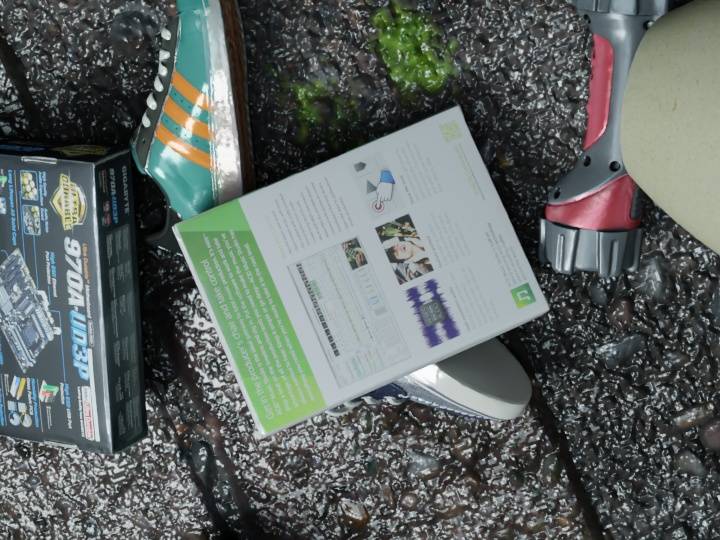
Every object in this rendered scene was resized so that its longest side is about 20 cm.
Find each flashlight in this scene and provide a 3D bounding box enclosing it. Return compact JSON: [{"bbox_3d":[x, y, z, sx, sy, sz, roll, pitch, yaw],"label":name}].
[{"bbox_3d":[0.150,-0.100,1.205,0.067,0.068,0.202,-2,104,-16],"label":"flashlight"}]

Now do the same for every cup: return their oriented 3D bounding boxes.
[{"bbox_3d":[0.236,-0.088,1.137,0.142,0.200,0.202,14,109,27],"label":"cup"}]

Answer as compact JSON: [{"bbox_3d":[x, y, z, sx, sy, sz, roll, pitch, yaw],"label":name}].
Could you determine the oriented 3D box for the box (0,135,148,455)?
[{"bbox_3d":[-0.223,0.014,1.291,0.158,0.046,0.202,6,108,27],"label":"box"}]

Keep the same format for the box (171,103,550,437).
[{"bbox_3d":[0.000,0.000,1.217,0.199,0.036,0.145,-23,83,-8],"label":"box"}]

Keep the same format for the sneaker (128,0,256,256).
[{"bbox_3d":[-0.113,-0.102,1.246,0.079,0.071,0.202,-1,107,6],"label":"sneaker"}]

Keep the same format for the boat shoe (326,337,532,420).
[{"bbox_3d":[0.009,0.062,1.280,0.199,0.075,0.093,30,124,2],"label":"boat shoe"}]
